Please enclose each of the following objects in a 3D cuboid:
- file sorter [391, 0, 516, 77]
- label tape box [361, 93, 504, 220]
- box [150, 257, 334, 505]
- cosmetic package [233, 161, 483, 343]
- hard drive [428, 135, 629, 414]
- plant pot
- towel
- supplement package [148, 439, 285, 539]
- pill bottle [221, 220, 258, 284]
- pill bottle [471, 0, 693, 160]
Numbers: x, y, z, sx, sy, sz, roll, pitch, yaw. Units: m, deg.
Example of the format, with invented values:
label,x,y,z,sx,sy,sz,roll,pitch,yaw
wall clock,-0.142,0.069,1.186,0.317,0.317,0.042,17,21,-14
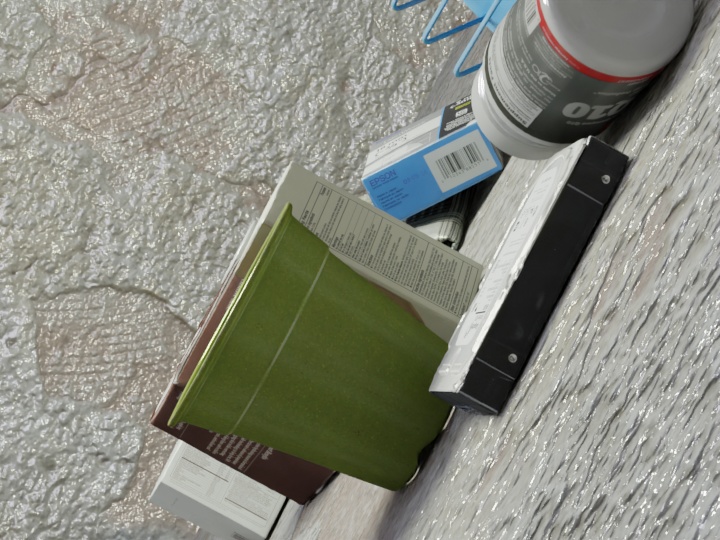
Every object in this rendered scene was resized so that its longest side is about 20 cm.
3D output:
label,x,y,z,sx,sy,sz,roll,pitch,yaw
file sorter,0.117,-0.272,1.769,0.122,0.200,0.139,-27,-21,-42
label tape box,0.083,-0.133,2.018,0.144,0.064,0.200,-26,16,14
box,-0.097,0.123,2.016,0.165,0.199,0.166,-64,5,-25
cosmetic package,0.000,0.000,1.630,0.071,0.199,0.105,-58,5,36
hard drive,0.115,0.005,1.320,0.201,0.038,0.140,-63,4,-5
plant pot,-0.024,0.079,1.480,0.201,0.189,0.200,-60,5,9
towel,0.026,-0.053,2.031,0.199,0.035,0.193,-15,24,19
supplement package,-0.150,0.225,2.345,0.201,0.150,0.152,-63,4,-19
pill bottle,-0.053,0.026,2.115,0.113,0.199,0.112,-61,4,7
pill bottle,0.156,-0.160,1.371,0.114,0.113,0.200,-63,4,-22
